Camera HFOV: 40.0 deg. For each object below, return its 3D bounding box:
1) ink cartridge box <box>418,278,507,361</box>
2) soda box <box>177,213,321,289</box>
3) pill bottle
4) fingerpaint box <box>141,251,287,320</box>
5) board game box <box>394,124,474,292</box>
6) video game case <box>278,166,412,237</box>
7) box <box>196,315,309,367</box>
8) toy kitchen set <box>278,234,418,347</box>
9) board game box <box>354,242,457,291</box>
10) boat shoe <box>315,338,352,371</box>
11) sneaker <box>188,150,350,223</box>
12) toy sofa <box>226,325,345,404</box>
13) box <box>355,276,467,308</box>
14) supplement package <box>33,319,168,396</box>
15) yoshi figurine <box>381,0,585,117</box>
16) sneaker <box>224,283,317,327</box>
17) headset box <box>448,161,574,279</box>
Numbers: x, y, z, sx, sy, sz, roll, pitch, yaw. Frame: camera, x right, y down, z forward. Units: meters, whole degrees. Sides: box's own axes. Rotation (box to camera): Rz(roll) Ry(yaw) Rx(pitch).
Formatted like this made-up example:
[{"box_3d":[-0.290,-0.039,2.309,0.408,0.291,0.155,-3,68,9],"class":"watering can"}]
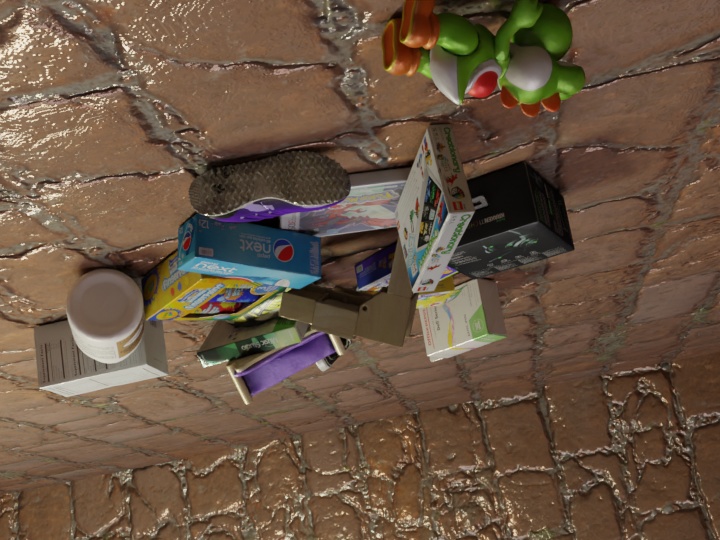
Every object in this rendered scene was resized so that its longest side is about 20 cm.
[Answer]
[{"box_3d":[0.185,0.103,1.968,0.067,0.119,0.199,8,155,-45],"class":"ink cartridge box"},{"box_3d":[-0.155,-0.024,1.399,0.198,0.065,0.068,11,159,-32],"class":"soda box"},{"box_3d":[-0.397,0.081,1.556,0.113,0.116,0.200,-6,163,-14],"class":"pill bottle"},{"box_3d":[-0.221,0.017,1.524,0.165,0.074,0.199,3,159,-38],"class":"fingerpaint box"},{"box_3d":[0.090,-0.074,1.261,0.034,0.128,0.201,-5,153,-14],"class":"board game box"},{"box_3d":[-0.016,-0.090,1.386,0.197,0.023,0.182,-8,163,-7],"class":"video game case"},{"box_3d":[-0.175,0.097,1.731,0.198,0.037,0.145,-17,-156,22],"class":"box"},{"box_3d":[0.000,0.000,1.560,0.197,0.183,0.163,13,-169,9],"class":"toy kitchen set"},{"box_3d":[0.103,-0.017,1.657,0.133,0.045,0.199,3,159,-39],"class":"board game box"},{"box_3d":[-0.052,0.130,1.922,0.063,0.071,0.200,-24,-166,14],"class":"boat shoe"},{"box_3d":[-0.112,-0.099,1.240,0.197,0.071,0.100,-5,170,-3],"class":"sneaker"},{"box_3d":[-0.130,0.150,1.720,0.198,0.084,0.098,-27,-158,-8],"class":"toy sofa"},{"box_3d":[0.091,0.040,1.827,0.197,0.049,0.117,-5,166,-10],"class":"box"},{"box_3d":[-0.452,0.141,1.728,0.197,0.111,0.114,-12,163,5],"class":"supplement package"},{"box_3d":[0.127,-0.225,0.959,0.198,0.113,0.113,11,117,-18],"class":"yoshi figurine"},{"box_3d":[-0.161,0.040,1.677,0.198,0.076,0.077,-15,131,27],"class":"sneaker"},{"box_3d":[0.201,-0.068,1.463,0.172,0.094,0.199,-18,161,25],"class":"headset box"}]
